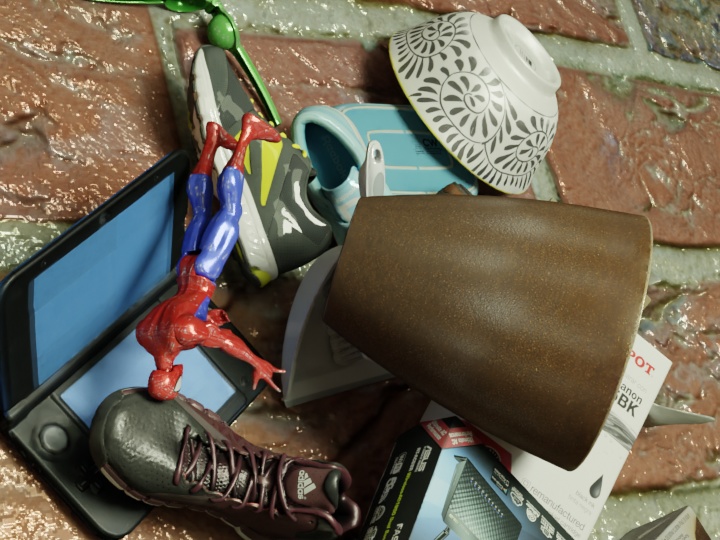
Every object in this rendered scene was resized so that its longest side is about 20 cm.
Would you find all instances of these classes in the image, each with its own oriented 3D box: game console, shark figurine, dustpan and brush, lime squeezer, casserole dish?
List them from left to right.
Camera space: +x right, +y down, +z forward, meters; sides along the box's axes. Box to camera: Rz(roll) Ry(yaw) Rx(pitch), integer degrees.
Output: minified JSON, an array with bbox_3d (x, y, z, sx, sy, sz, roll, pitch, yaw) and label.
[{"bbox_3d":[-0.144,0.048,0.827,0.171,0.118,0.200,48,46,-4],"label":"game console"},{"bbox_3d":[-0.136,-0.207,1.046,0.199,0.038,0.071,33,48,-19],"label":"lime squeezer"},{"bbox_3d":[0.000,0.000,0.947,0.139,0.057,0.202,-11,102,-41],"label":"dustpan and brush"},{"bbox_3d":[0.036,-0.102,1.120,0.199,0.039,0.122,-3,67,-41],"label":"casserole dish"},{"bbox_3d":[0.252,0.047,1.143,0.128,0.089,0.216,24,41,-58],"label":"shark figurine"}]

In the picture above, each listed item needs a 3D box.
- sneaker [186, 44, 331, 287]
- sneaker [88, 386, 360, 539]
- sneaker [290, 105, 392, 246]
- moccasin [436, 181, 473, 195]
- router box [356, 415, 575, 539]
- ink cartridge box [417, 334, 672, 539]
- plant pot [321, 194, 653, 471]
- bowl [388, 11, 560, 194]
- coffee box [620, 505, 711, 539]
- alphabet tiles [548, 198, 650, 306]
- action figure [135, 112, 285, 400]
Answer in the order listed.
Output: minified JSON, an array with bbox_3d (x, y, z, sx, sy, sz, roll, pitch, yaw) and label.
[{"bbox_3d":[-0.083,-0.088,0.978,0.084,0.074,0.202,-16,83,-15],"label":"sneaker"},{"bbox_3d":[-0.073,0.129,0.802,0.200,0.115,0.076,33,61,-41],"label":"sneaker"},{"bbox_3d":[-0.003,-0.047,1.010,0.201,0.074,0.082,56,14,6],"label":"sneaker"},{"bbox_3d":[0.125,0.014,1.090,0.201,0.078,0.074,44,6,-22],"label":"moccasin"},{"bbox_3d":[0.085,0.224,0.850,0.200,0.062,0.150,46,44,-19],"label":"router box"},{"bbox_3d":[0.144,0.118,0.993,0.146,0.083,0.201,37,69,-14],"label":"ink cartridge box"},{"bbox_3d":[0.079,0.023,0.864,0.198,0.188,0.188,17,51,1],"label":"plant pot"},{"bbox_3d":[0.129,-0.181,1.165,0.200,0.094,0.202,37,30,-26],"label":"bowl"},{"bbox_3d":[0.282,0.320,1.027,0.113,0.080,0.201,-26,82,-45],"label":"coffee box"},{"bbox_3d":[0.156,0.042,1.065,0.200,0.006,0.167,44,88,-14],"label":"alphabet tiles"},{"bbox_3d":[-0.090,0.005,0.832,0.099,0.065,0.201,38,59,-38],"label":"action figure"}]
